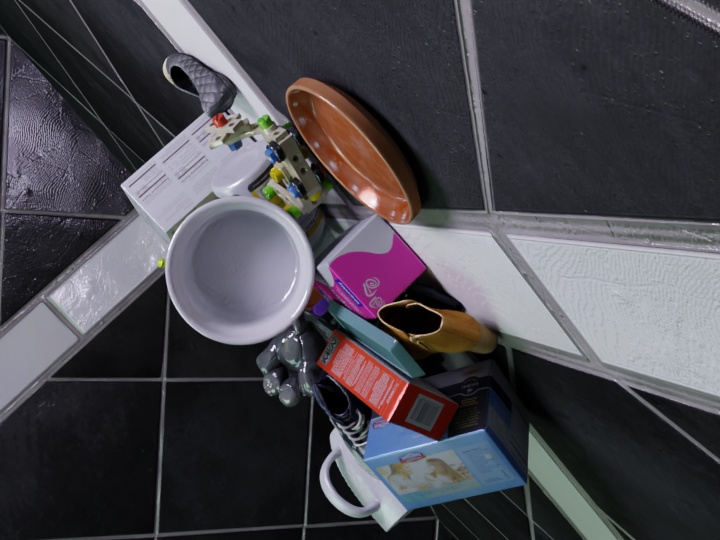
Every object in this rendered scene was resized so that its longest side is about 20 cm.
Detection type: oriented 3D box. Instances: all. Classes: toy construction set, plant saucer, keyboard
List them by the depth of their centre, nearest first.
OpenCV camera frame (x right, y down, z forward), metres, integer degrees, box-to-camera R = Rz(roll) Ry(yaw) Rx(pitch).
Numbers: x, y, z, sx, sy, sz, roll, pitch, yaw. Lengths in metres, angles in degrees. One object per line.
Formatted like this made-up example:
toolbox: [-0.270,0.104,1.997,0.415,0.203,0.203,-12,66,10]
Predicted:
plant saucer: [-0.004,-0.135,1.040,0.200,0.032,0.200,44,169,11]
plant saucer: [0.015,0.091,1.251,0.070,0.019,0.200,50,170,-28]
toy construction set: [-0.113,-0.148,1.261,0.200,0.092,0.131,42,174,-37]
keyboard: [0.092,0.044,1.327,0.104,0.040,0.200,22,163,4]

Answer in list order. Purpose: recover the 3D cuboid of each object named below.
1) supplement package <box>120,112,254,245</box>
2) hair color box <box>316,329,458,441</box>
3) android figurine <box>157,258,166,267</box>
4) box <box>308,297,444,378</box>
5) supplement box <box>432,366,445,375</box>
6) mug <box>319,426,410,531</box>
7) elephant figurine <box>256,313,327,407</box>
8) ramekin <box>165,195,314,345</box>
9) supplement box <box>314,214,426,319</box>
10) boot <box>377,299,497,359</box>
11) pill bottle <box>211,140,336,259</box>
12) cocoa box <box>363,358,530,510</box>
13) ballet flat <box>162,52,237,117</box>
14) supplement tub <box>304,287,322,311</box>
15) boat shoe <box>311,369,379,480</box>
supplement package: [-0.261,-0.139,1.508,0.111,0.200,0.156,45,169,11]
hair color box: [0.034,0.156,1.291,0.101,0.061,0.200,27,-178,-34]
android figurine: [-0.227,-0.010,1.510,0.199,0.041,0.182,8,161,-38]
box: [0.028,0.108,1.503,0.106,0.122,0.200,30,161,50]
supplement box: [0.083,0.229,1.684,0.200,0.133,0.197,44,168,13]
mug: [0.022,0.314,1.489,0.175,0.200,0.148,47,138,15]
elephant figurine: [-0.080,0.156,1.631,0.200,0.155,0.142,-4,-116,-60]
ramekin: [-0.164,-0.004,1.292,0.201,0.200,0.098,48,-178,-7]
supplement box: [0.000,0.000,1.301,0.101,0.103,0.200,47,167,-5]
boot: [0.064,0.070,1.204,0.200,0.071,0.144,1,165,43]
pill bottle: [-0.126,-0.087,1.419,0.200,0.114,0.114,54,166,-29]
cocoa box: [0.125,0.237,1.331,0.199,0.132,0.134,-20,125,28]
ballet flat: [-0.248,-0.275,1.367,0.200,0.057,0.067,33,161,49]
supplement tub: [-0.111,-0.004,1.624,0.200,0.123,0.123,30,160,54]
boat shoe: [-0.007,0.234,1.389,0.200,0.075,0.093,53,-175,7]
